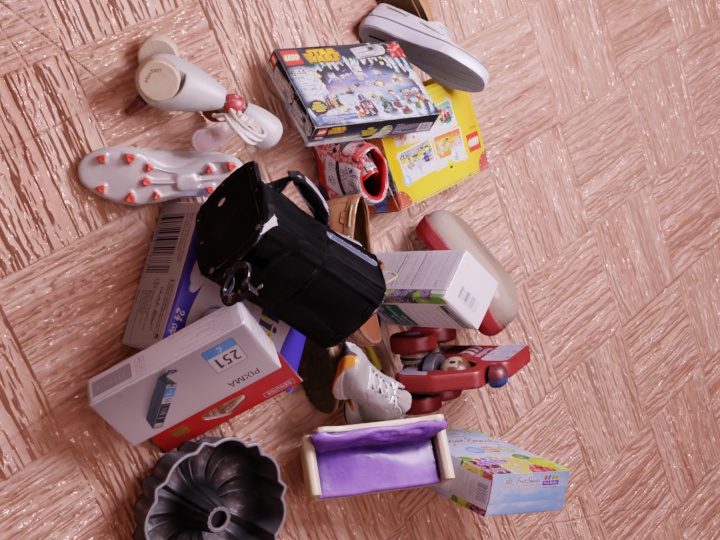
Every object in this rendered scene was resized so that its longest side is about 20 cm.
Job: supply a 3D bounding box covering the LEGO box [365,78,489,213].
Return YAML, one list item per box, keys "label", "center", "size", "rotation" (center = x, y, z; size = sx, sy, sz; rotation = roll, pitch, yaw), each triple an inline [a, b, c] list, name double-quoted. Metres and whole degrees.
- label: "LEGO box"
  center: [0.081, -0.186, 1.498]
  size: [0.200, 0.077, 0.150]
  rotation: [-27, 108, -37]

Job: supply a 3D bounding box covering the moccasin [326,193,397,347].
- label: "moccasin"
  center: [0.001, 0.000, 1.365]
  size: [0.074, 0.077, 0.202]
  rotation: [1, 80, -61]

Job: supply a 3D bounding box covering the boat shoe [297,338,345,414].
- label: "boat shoe"
  center: [-0.045, 0.093, 1.397]
  size: [0.067, 0.072, 0.201]
  rotation: [-21, 108, -45]

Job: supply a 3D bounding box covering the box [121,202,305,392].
- label: "box"
  center: [-0.164, 0.034, 1.276]
  size: [0.200, 0.105, 0.185]
  rotation: [23, 76, -38]

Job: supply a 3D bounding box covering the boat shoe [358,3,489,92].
- label: "boat shoe"
  center: [0.098, -0.323, 1.458]
  size: [0.199, 0.074, 0.067]
  rotation: [28, 65, 4]

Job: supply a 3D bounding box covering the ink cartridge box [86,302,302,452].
- label: "ink cartridge box"
  center: [-0.183, 0.141, 1.196]
  size: [0.199, 0.045, 0.176]
  rotation: [-28, 135, 5]

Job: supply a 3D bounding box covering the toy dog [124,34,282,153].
- label: "toy dog"
  center: [-0.201, -0.191, 1.245]
  size: [0.200, 0.096, 0.132]
  rotation: [38, 22, -3]

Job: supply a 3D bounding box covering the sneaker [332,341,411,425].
- label: "sneaker"
  center: [0.021, 0.154, 1.363]
  size: [0.200, 0.092, 0.076]
  rotation: [70, 32, -63]

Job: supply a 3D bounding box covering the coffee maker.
- label: "coffee maker"
  center: [-0.080, 0.005, 1.172]
  size: [0.200, 0.134, 0.193]
  rotation: [33, 48, -36]

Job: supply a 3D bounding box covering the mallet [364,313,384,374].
- label: "mallet"
  center: [0.014, 0.132, 1.478]
  size: [0.041, 0.066, 0.201]
  rotation: [-41, 130, -31]

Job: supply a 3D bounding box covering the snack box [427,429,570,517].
- label: "snack box"
  center: [0.171, 0.287, 1.495]
  size: [0.168, 0.200, 0.068]
  rotation: [7, 95, -41]

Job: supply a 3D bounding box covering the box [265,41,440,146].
- label: "box"
  center: [-0.009, -0.238, 1.369]
  size: [0.199, 0.040, 0.137]
  rotation: [-12, 61, -33]

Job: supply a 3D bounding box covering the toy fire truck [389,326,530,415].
- label: "toy fire truck"
  center: [0.141, 0.136, 1.474]
  size: [0.200, 0.167, 0.113]
  rotation: [-17, 102, -64]

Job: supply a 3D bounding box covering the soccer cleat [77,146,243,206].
- label: "soccer cleat"
  center: [-0.239, -0.116, 1.242]
  size: [0.199, 0.078, 0.070]
  rotation: [-1, 105, -21]

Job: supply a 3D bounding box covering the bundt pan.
- label: "bundt pan"
  center: [-0.192, 0.293, 1.264]
  size: [0.201, 0.076, 0.203]
  rotation: [-8, 103, -38]

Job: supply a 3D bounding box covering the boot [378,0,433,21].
- label: "boot"
  center: [0.078, -0.456, 1.500]
  size: [0.155, 0.073, 0.200]
  rotation: [-53, 124, -32]

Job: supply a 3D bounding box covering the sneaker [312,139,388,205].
- label: "sneaker"
  center: [-0.024, -0.179, 1.389]
  size: [0.067, 0.108, 0.202]
  rotation: [-27, 107, -37]

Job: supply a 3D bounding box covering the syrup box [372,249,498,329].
- label: "syrup box"
  center: [0.082, 0.026, 1.421]
  size: [0.079, 0.200, 0.082]
  rotation: [42, 63, -31]

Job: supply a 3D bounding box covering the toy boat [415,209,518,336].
- label: "toy boat"
  center: [0.137, 0.017, 1.515]
  size: [0.200, 0.131, 0.130]
  rotation: [53, 15, 19]

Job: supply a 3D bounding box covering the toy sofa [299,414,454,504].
- label: "toy sofa"
  center: [0.023, 0.253, 1.381]
  size: [0.199, 0.098, 0.083]
  rotation: [-4, 68, -15]
